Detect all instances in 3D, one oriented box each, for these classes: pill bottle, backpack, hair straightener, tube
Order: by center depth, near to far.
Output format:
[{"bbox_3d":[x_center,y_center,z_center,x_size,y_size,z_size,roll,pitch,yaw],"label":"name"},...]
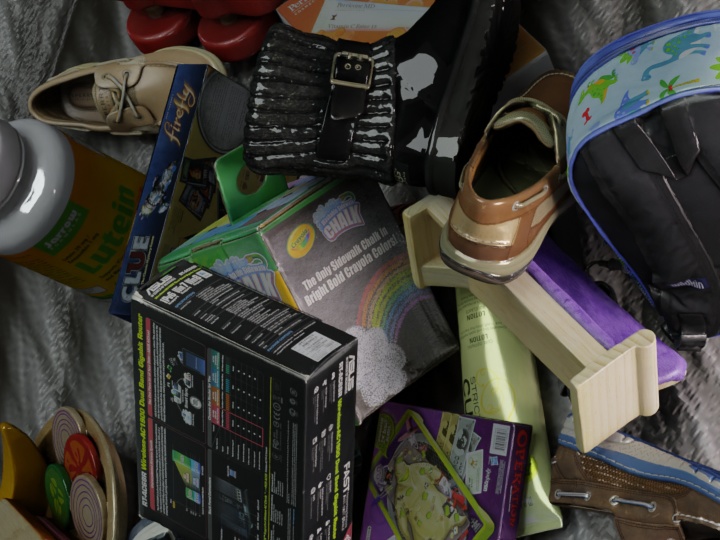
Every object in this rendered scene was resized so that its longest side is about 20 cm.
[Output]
[{"bbox_3d":[0.231,-0.075,1.415,0.183,0.200,0.147,-22,41,30],"label":"backpack"},{"bbox_3d":[0.154,0.012,1.535,0.077,0.041,0.200,-27,53,25],"label":"hair straightener"},{"bbox_3d":[0.100,0.090,1.545,0.058,0.052,0.200,121,146,-68],"label":"tube"},{"bbox_3d":[-0.249,-0.055,1.756,0.111,0.200,0.111,-14,65,32],"label":"pill bottle"}]

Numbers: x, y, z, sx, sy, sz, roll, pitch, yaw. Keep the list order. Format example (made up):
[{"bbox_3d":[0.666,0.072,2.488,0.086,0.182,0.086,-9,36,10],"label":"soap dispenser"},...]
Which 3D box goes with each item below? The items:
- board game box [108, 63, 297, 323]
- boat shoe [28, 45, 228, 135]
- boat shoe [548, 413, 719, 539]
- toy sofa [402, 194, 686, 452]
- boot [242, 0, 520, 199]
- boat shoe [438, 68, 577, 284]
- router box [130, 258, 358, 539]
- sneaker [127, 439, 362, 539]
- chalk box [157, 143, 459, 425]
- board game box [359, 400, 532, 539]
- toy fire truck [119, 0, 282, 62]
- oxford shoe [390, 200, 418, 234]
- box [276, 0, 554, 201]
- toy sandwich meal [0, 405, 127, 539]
[{"bbox_3d":[-0.114,-0.041,1.695,0.035,0.135,0.200,5,75,38],"label":"board game box"},{"bbox_3d":[-0.191,-0.141,1.822,0.200,0.065,0.071,-4,103,41],"label":"boat shoe"},{"bbox_3d":[0.203,0.157,1.433,0.200,0.072,0.072,22,90,49],"label":"boat shoe"},{"bbox_3d":[0.124,0.016,1.466,0.098,0.083,0.200,-33,54,-15],"label":"toy sofa"},{"bbox_3d":[0.015,-0.149,1.494,0.158,0.079,0.211,11,62,17],"label":"boot"},{"bbox_3d":[0.112,-0.075,1.443,0.076,0.074,0.200,16,43,12],"label":"boat shoe"},{"bbox_3d":[-0.080,0.109,1.504,0.150,0.062,0.200,24,130,27],"label":"router box"},{"bbox_3d":[-0.090,0.158,1.649,0.200,0.078,0.086,-31,47,14],"label":"sneaker"},{"bbox_3d":[-0.047,0.004,1.547,0.124,0.124,0.200,-18,102,48],"label":"chalk box"},{"bbox_3d":[0.051,0.196,1.526,0.120,0.032,0.200,8,88,35],"label":"board game box"},{"bbox_3d":[-0.126,-0.272,1.824,0.200,0.112,0.168,9,59,37],"label":"toy fire truck"},{"bbox_3d":[0.000,0.000,1.655,0.200,0.070,0.075,-21,91,24],"label":"oxford shoe"},{"bbox_3d":[0.048,-0.146,1.613,0.124,0.098,0.200,-36,48,-6],"label":"box"},{"bbox_3d":[-0.249,0.204,1.704,0.205,0.070,0.205,-18,69,56],"label":"toy sandwich meal"}]
